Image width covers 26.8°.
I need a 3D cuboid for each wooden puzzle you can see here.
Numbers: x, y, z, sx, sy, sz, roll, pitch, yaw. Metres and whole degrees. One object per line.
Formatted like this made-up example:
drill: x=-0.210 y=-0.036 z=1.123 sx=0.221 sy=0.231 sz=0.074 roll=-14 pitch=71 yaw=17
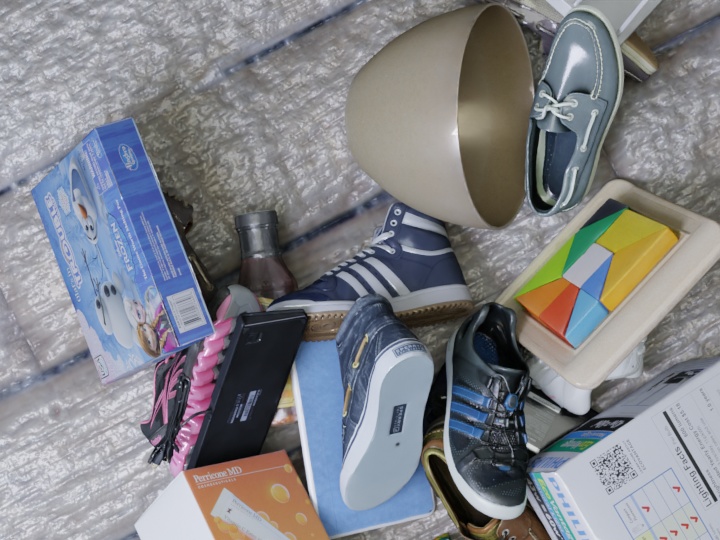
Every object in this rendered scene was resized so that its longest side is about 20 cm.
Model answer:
wooden puzzle: x=0.213 y=0.002 z=1.349 sx=0.185 sy=0.200 sz=0.037 roll=-46 pitch=114 yaw=0

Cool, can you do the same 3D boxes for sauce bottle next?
sauce bottle: x=-0.086 y=0.045 z=1.416 sx=0.066 sy=0.066 sz=0.201 roll=-10 pitch=86 yaw=1

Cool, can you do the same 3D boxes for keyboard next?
keyboard: x=-0.123 y=0.118 z=1.328 sx=0.021 sy=0.127 sz=0.201 roll=46 pitch=129 yaw=36

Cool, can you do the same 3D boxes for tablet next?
tablet: x=0.000 y=0.140 z=1.407 sx=0.129 sy=0.014 sz=0.201 roll=-8 pitch=88 yaw=-29

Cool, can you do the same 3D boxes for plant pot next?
plant pot: x=0.064 y=-0.137 z=1.369 sx=0.134 sy=0.200 sz=0.202 roll=1 pitch=88 yaw=25

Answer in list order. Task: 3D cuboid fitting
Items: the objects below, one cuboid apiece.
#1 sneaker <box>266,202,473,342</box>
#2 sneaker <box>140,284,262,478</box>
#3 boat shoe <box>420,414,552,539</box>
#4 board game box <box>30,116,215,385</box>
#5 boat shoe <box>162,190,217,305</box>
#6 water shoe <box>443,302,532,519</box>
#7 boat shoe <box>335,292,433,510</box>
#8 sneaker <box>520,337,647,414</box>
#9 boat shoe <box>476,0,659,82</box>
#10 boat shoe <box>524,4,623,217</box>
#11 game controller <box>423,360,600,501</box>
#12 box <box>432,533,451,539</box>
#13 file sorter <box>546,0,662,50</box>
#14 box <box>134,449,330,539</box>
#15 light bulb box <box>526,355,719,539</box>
sneaker: x=0.000 y=0.000 z=1.385 sx=0.199 sy=0.070 sz=0.109 roll=-5 pitch=71 yaw=-21
sneaker: x=-0.154 y=0.093 z=1.388 sx=0.095 sy=0.079 sz=0.201 roll=36 pitch=116 yaw=35
boat shoe: x=0.117 y=0.229 z=1.382 sx=0.072 sy=0.068 sz=0.200 roll=-37 pitch=97 yaw=23
board game box: x=-0.219 y=-0.011 z=1.360 sx=0.043 sy=0.199 sz=0.201 roll=-20 pitch=86 yaw=-30
boat shoe: x=-0.194 y=-0.036 z=1.428 sx=0.073 sy=0.074 sz=0.201 roll=-22 pitch=82 yaw=-25
water shoe: x=0.114 y=0.119 z=1.335 sx=0.071 sy=0.079 sz=0.201 roll=6 pitch=52 yaw=-19
boat shoe: x=0.013 y=0.118 z=1.348 sx=0.070 sy=0.091 sz=0.201 roll=-6 pitch=131 yaw=-25
sneaker: x=0.239 y=0.049 z=1.408 sx=0.099 sy=0.078 sz=0.200 roll=43 pitch=90 yaw=-13
boat shoe: x=0.187 y=-0.232 z=1.419 sx=0.199 sy=0.072 sz=0.065 roll=32 pitch=112 yaw=-9
boat shoe: x=0.187 y=-0.138 z=1.366 sx=0.073 sy=0.062 sz=0.201 roll=23 pitch=126 yaw=25
game controller: x=0.156 y=0.155 z=1.422 sx=0.199 sy=0.042 sz=0.105 roll=29 pitch=75 yaw=2
box: x=0.022 y=0.344 z=1.409 sx=0.199 sy=0.048 sz=0.118 roll=-30 pitch=87 yaw=2
file sorter: x=0.210 y=-0.325 z=1.361 sx=0.200 sy=0.125 sz=0.139 roll=42 pitch=48 yaw=3
box: x=-0.092 y=0.275 z=1.334 sx=0.098 sy=0.124 sz=0.201 roll=-48 pitch=61 yaw=37
light bulb box: x=0.277 y=0.210 z=1.342 sx=0.199 sy=0.125 sz=0.199 roll=-30 pitch=89 yaw=-14
